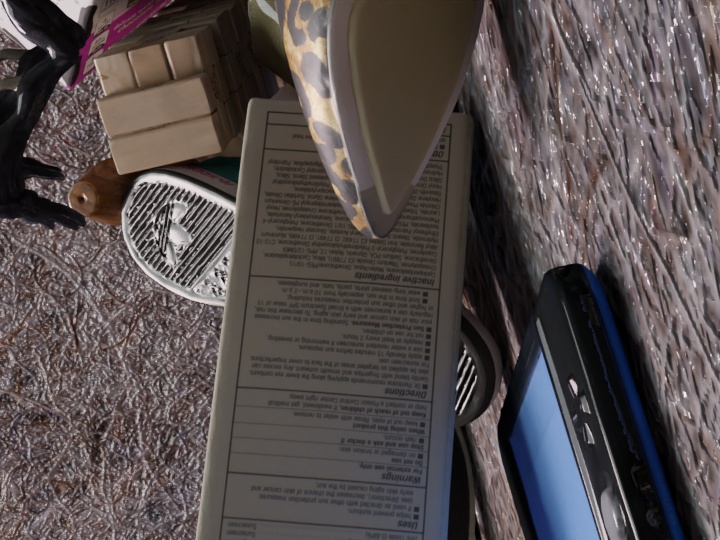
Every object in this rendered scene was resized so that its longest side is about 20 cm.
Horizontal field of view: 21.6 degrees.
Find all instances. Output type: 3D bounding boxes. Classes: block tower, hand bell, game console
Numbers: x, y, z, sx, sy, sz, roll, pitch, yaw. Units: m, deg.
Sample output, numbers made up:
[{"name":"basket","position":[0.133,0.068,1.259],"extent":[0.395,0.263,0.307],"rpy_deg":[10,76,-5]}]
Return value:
[{"name":"block tower","position":[-0.070,-0.107,0.930],"extent":[0.200,0.057,0.054],"rpy_deg":[-62,-41,-66]},{"name":"hand bell","position":[-0.091,-0.045,0.950],"extent":[0.200,0.103,0.105],"rpy_deg":[-24,-79,-67]},{"name":"game console","position":[0.038,0.118,0.636],"extent":[0.200,0.117,0.172],"rpy_deg":[95,161,-69]}]

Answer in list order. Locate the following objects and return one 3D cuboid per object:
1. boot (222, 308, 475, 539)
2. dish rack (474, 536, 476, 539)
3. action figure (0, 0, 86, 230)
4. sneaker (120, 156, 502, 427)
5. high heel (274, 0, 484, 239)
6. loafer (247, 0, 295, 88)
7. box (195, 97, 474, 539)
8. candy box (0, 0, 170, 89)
[{"name":"boot","position":[-0.012,0.083,1.011],"extent":[0.144,0.072,0.202],"rpy_deg":[-23,86,65]},{"name":"dish rack","position":[0.028,0.142,1.113],"extent":[0.201,0.043,0.173],"rpy_deg":[84,170,-54]},{"name":"action figure","position":[-0.104,-0.124,0.686],"extent":[0.119,0.101,0.202],"rpy_deg":[-123,46,-68]},{"name":"sneaker","position":[0.000,0.000,0.871],"extent":[0.199,0.120,0.084],"rpy_deg":[29,118,25]},{"name":"high heel","position":[-0.025,-0.118,0.675],"extent":[0.142,0.071,0.202],"rpy_deg":[13,107,50]},{"name":"loafer","position":[-0.016,-0.106,0.864],"extent":[0.076,0.067,0.201],"rpy_deg":[85,170,-53]},{"name":"box","position":[-0.008,0.042,0.726],"extent":[0.078,0.094,0.202],"rpy_deg":[91,-175,-66]},{"name":"candy box","position":[-0.099,-0.190,0.885],"extent":[0.061,0.136,0.200],"rpy_deg":[40,151,5]}]
